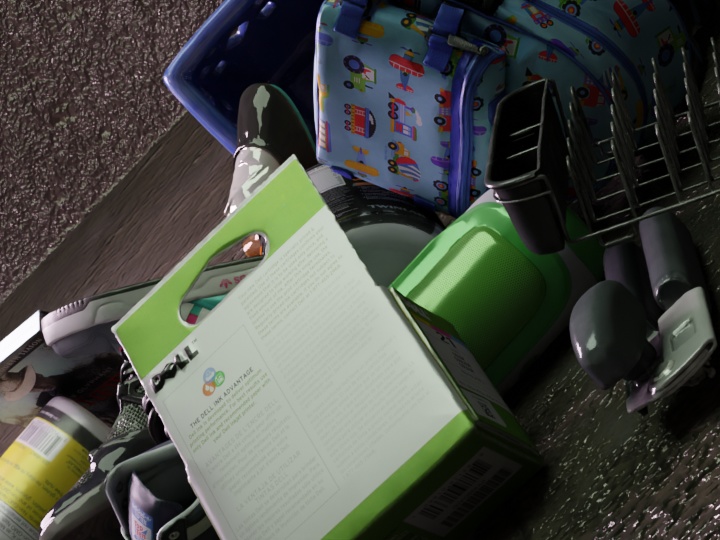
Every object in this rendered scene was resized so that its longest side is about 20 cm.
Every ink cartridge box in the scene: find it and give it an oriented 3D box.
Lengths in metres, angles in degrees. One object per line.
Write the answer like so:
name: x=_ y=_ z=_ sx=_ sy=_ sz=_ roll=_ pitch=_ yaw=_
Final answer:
ink cartridge box: x=-0.021 y=0.063 z=1.077 sx=0.148 sy=0.076 sz=0.201 roll=-43 pitch=54 yaw=14

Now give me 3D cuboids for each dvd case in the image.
dvd case: x=-0.202 y=0.090 z=1.620 sx=0.146 sy=0.199 sz=0.022 roll=-35 pitch=50 yaw=39

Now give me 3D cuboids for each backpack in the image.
backpack: x=0.085 y=-0.112 z=1.226 sx=0.135 sy=0.199 sz=0.183 roll=-58 pitch=-13 yaw=-33

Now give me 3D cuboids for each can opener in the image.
can opener: x=0.139 y=0.012 z=1.009 sx=0.053 sy=0.067 sz=0.200 roll=-41 pitch=9 yaw=17

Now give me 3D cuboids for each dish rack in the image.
dish rack: x=0.167 y=-0.075 z=1.064 sx=0.198 sy=0.055 sz=0.154 roll=-18 pitch=20 yaw=14

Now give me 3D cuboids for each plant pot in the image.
plant pot: x=-0.013 y=-0.156 z=1.688 sx=0.200 sy=0.200 sz=0.180 roll=-47 pitch=-3 yaw=6

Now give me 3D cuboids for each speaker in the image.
speaker: x=0.046 y=0.043 z=1.153 sx=0.200 sy=0.088 sz=0.088 roll=-48 pitch=13 yaw=-3

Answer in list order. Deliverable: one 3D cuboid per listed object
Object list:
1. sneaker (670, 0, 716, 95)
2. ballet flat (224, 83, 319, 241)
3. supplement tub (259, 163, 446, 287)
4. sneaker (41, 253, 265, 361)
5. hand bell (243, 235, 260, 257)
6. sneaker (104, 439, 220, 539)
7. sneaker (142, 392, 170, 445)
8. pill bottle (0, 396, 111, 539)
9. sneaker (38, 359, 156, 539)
sneaker: x=0.180 y=-0.160 z=1.359 sx=0.077 sy=0.076 sz=0.200 roll=-34 pitch=15 yaw=33
ballet flat: x=-0.051 y=-0.028 z=1.449 sx=0.068 sy=0.202 sz=0.068 roll=-9 pitch=16 yaw=44
supplement tub: x=0.000 y=0.000 z=1.326 sx=0.123 sy=0.122 sz=0.200 roll=-45 pitch=16 yaw=6
sneaker: x=-0.093 y=0.061 z=1.223 sx=0.199 sy=0.122 sz=0.083 roll=-12 pitch=0 yaw=31
hand bell: x=-0.015 y=-0.059 z=1.494 sx=0.200 sy=0.104 sz=0.104 roll=-36 pitch=16 yaw=37
sneaker: x=-0.116 y=0.180 z=1.149 sx=0.070 sy=0.108 sz=0.201 roll=29 pitch=82 yaw=40
sneaker: x=-0.099 y=0.073 z=1.352 sx=0.098 sy=0.071 sz=0.200 roll=-44 pitch=13 yaw=0
pill bottle: x=-0.251 y=0.204 z=1.568 sx=0.200 sy=0.114 sz=0.114 roll=-50 pitch=13 yaw=-16
sneaker: x=-0.156 y=0.118 z=1.462 sx=0.199 sy=0.114 sz=0.076 roll=-40 pitch=-33 yaw=-10
